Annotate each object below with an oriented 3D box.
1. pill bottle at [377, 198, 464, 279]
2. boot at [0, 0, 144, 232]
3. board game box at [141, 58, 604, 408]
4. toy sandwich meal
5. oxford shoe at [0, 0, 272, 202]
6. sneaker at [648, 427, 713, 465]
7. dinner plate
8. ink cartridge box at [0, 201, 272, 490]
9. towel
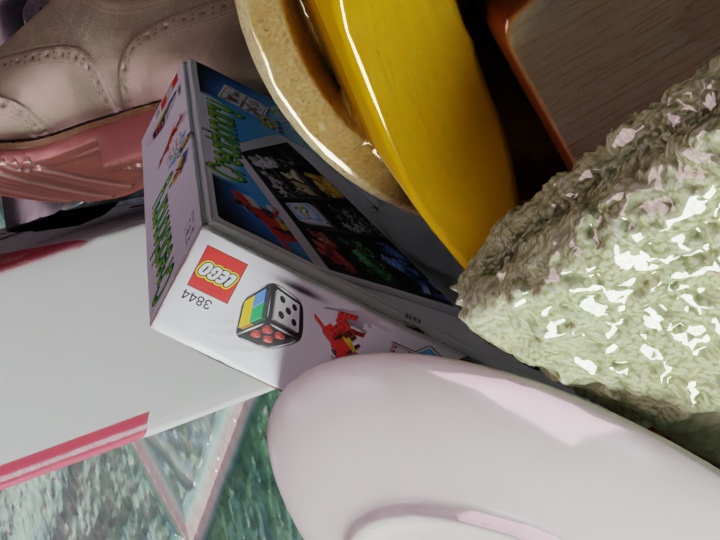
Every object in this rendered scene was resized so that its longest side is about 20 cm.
[{"bbox_3d":[0.050,-0.103,0.690,0.120,0.119,0.201,40,137,46],"label":"pill bottle"},{"bbox_3d":[-0.150,-0.110,1.023,0.066,0.164,0.201,-25,-82,-81],"label":"boot"},{"bbox_3d":[0.000,0.000,0.759,0.035,0.126,0.200,-61,12,12],"label":"board game box"},{"bbox_3d":[0.065,-0.076,0.593,0.070,0.204,0.206,-127,32,-53],"label":"toy sandwich meal"},{"bbox_3d":[-0.099,-0.066,0.937,0.199,0.070,0.075,-4,81,36],"label":"oxford shoe"},{"bbox_3d":[0.113,0.092,0.737,0.201,0.073,0.077,59,159,30],"label":"sneaker"},{"bbox_3d":[0.058,0.094,0.658,0.199,0.024,0.201,27,153,14],"label":"dinner plate"},{"bbox_3d":[-0.140,0.029,1.079,0.200,0.145,0.085,-7,100,61],"label":"ink cartridge box"},{"bbox_3d":[0.128,-0.005,0.546,0.200,0.148,0.037,-33,35,41],"label":"towel"}]
